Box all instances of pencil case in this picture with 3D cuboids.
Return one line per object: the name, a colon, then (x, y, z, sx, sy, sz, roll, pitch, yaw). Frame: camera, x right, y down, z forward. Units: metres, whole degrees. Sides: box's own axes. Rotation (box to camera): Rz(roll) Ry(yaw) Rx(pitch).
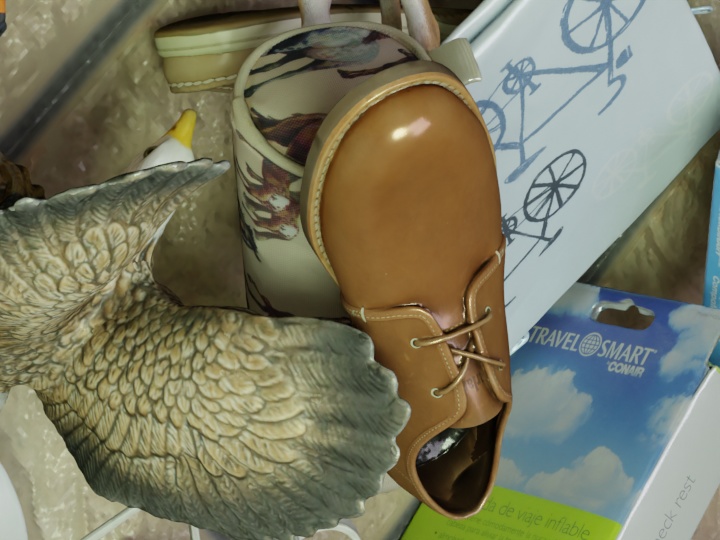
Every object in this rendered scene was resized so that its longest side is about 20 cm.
pencil case: (0.000, 0.000, 0.949, 0.089, 0.078, 0.200, -6, 139, -4)

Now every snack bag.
snack bag: (0.076, -0.053, 1.069, 0.189, 0.021, 0.200, -47, 148, -3)

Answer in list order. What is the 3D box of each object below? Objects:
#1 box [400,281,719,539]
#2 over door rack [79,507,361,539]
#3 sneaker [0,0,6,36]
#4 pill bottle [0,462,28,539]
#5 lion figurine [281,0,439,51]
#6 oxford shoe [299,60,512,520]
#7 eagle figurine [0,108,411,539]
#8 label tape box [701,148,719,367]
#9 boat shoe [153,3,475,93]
box: (0.086, 0.104, 1.109, 0.048, 0.122, 0.200, 42, 71, -36)
over door rack: (-0.087, 0.144, 0.901, 0.200, 0.148, 0.067, -24, 120, -1)
sneaker: (-0.197, -0.069, 0.859, 0.200, 0.078, 0.112, -27, 114, -35)
pill bottle: (-0.212, 0.117, 0.838, 0.200, 0.112, 0.112, -31, 117, -37)
lion figurine: (-0.021, -0.150, 0.923, 0.200, 0.072, 0.123, 67, 14, -54)
oxford shoe: (0.028, 0.011, 0.860, 0.071, 0.071, 0.200, -24, 141, -12)
eagle figurine: (-0.090, 0.011, 0.877, 0.152, 0.200, 0.151, -4, 109, -22)
label tape box: (0.188, -0.015, 1.134, 0.143, 0.066, 0.200, 88, 20, -45)
boat shoe: (0.003, -0.074, 1.034, 0.200, 0.074, 0.067, -4, 95, -41)
